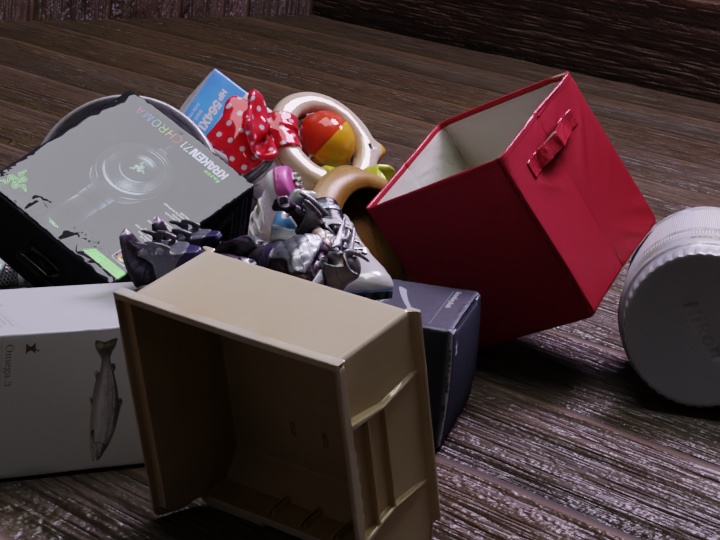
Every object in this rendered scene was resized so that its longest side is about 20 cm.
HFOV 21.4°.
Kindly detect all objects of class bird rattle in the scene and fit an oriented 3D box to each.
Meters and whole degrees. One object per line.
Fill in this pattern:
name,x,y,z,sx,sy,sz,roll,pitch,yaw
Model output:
bird rattle,-0.056,-0.125,2.024,0.199,0.113,0.163,35,41,5

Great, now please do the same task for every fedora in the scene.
fedora,0.000,0.000,1.871,0.081,0.202,0.200,-29,-12,39

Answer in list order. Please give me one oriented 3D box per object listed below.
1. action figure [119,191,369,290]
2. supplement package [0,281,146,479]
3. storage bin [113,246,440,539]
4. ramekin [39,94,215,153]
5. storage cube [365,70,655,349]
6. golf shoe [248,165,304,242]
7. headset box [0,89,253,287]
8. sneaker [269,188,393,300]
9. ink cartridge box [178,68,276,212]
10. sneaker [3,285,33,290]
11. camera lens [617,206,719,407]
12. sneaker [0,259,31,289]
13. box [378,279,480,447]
action figure,-0.085,-0.009,1.506,0.198,0.070,0.130,2,28,23
supplement package,-0.237,0.083,1.483,0.198,0.118,0.117,-4,16,-30
storage bin,-0.055,0.106,1.313,0.199,0.201,0.093,15,34,35
ramekin,-0.230,-0.068,1.930,0.198,0.203,0.105,7,-9,6
storage cube,0.147,-0.054,1.842,0.199,0.181,0.171,-20,21,42
golf shoe,-0.091,-0.033,1.947,0.090,0.201,0.076,-7,56,-1
headset box,-0.229,-0.047,1.765,0.174,0.093,0.199,38,53,22
sneaker,-0.028,-0.020,1.636,0.071,0.073,0.200,1,16,-24
ink cartridge box,-0.120,-0.118,2.119,0.199,0.085,0.146,37,-18,-9
sneaker,-0.270,0.053,1.682,0.198,0.072,0.099,6,18,20
camera lens,0.327,0.033,1.812,0.158,0.162,0.200,8,14,10
sneaker,-0.410,-0.012,1.891,0.199,0.079,0.091,15,21,39
box,-0.006,0.070,1.652,0.198,0.106,0.148,9,14,12
